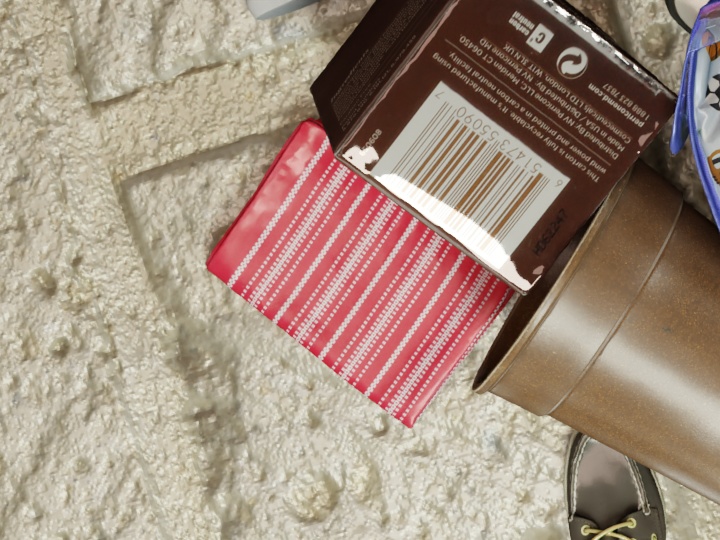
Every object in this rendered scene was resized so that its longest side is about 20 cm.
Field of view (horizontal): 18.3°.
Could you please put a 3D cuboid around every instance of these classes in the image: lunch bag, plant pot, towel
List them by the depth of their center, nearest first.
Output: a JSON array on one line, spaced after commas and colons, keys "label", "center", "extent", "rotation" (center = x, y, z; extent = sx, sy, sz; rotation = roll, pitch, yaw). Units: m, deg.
[{"label": "lunch bag", "center": [0.270, -0.094, 1.433], "extent": [0.123, 0.170, 0.201], "rotation": [-19, 100, 21]}, {"label": "plant pot", "center": [0.211, 0.049, 1.515], "extent": [0.198, 0.200, 0.201], "rotation": [32, 98, 0]}, {"label": "towel", "center": [0.000, 0.000, 1.630], "extent": [0.200, 0.022, 0.145], "rotation": [38, 100, 6]}]

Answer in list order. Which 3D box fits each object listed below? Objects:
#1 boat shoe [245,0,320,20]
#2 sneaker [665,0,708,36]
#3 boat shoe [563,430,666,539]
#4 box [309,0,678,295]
[{"label": "boat shoe", "center": [-0.003, -0.256, 1.589], "extent": [0.201, 0.075, 0.086], "rotation": [-28, 89, 8]}, {"label": "sneaker", "center": [0.303, -0.163, 1.538], "extent": [0.199, 0.080, 0.074], "rotation": [25, 99, 10]}, {"label": "boat shoe", "center": [0.185, 0.205, 1.587], "extent": [0.071, 0.061, 0.202], "rotation": [-9, 91, 10]}, {"label": "box", "center": [0.083, -0.117, 1.495], "extent": [0.166, 0.200, 0.164], "rotation": [35, 100, -15]}]
